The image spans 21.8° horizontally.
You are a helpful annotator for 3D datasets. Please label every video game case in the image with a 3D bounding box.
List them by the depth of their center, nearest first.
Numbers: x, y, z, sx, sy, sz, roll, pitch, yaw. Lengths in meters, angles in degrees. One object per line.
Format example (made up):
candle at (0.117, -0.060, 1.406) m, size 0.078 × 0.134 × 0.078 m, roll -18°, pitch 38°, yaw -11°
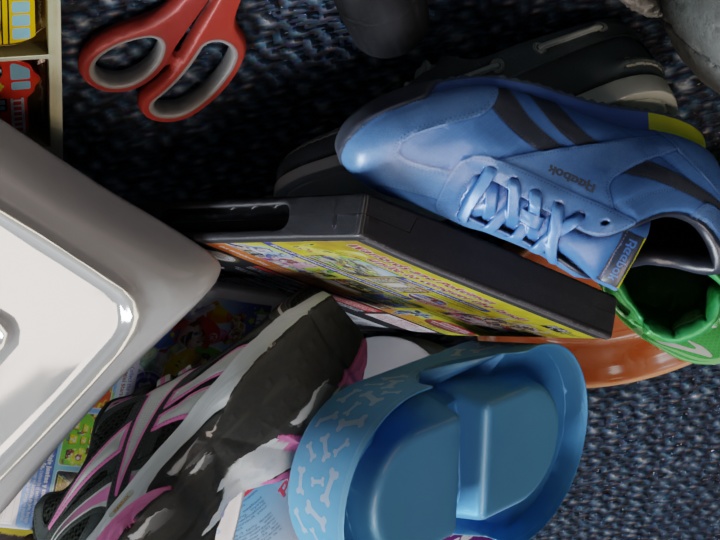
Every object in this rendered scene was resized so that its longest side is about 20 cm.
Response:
video game case at (-0.147, 0.065, 0.944) m, size 0.200 × 0.018 × 0.143 m, roll 8°, pitch 106°, yaw -20°
video game case at (0.000, 0.000, 0.946) m, size 0.181 × 0.026 × 0.200 m, roll 0°, pitch 165°, yaw 42°

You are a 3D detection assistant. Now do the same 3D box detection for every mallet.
mallet at (0.076, -0.160, 0.824) m, size 0.200 × 0.041 × 0.066 m, roll -26°, pitch 148°, yaw 9°

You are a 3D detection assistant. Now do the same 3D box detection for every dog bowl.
dog bowl at (0.041, 0.096, 0.962) m, size 0.200 × 0.050 × 0.112 m, roll -17°, pitch 114°, yaw -46°

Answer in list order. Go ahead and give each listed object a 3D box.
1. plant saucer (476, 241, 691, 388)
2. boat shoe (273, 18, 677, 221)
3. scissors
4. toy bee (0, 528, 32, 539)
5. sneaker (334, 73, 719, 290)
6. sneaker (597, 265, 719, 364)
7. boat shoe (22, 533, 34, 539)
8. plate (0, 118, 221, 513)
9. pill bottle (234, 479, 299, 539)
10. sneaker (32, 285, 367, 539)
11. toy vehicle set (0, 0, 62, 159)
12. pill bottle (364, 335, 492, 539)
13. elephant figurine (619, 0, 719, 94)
plant saucer at (0.161, 0.002, 1.092) m, size 0.200 × 0.032 × 0.200 m, roll -10°, pitch 145°, yaw -7°
boat shoe at (0.051, -0.073, 0.915) m, size 0.200 × 0.062 × 0.073 m, roll -16°, pitch 150°, yaw 1°
scissors at (-0.054, -0.134, 0.832) m, size 0.073 × 0.014 × 0.200 m, roll 18°, pitch 134°, yaw -35°
toy bee at (-0.199, 0.085, 1.012) m, size 0.109 × 0.131 × 0.200 m, roll -30°, pitch 140°, yaw -20°
sneaker at (0.086, -0.036, 0.856) m, size 0.200 × 0.078 × 0.066 m, roll 7°, pitch 142°, yaw -25°
sneaker at (0.163, 0.012, 1.004) m, size 0.074 × 0.084 × 0.200 m, roll -26°, pitch 145°, yaw 16°
boat shoe at (-0.136, 0.188, 1.014) m, size 0.075 × 0.075 × 0.202 m, roll 4°, pitch 167°, yaw 11°
plate at (-0.195, 0.026, 0.858) m, size 0.200 × 0.032 × 0.200 m, roll 34°, pitch 107°, yaw -33°
pill bottle at (-0.088, 0.108, 1.083) m, size 0.109 × 0.109 × 0.200 m, roll -17°, pitch 147°, yaw 4°
sneaker at (-0.086, 0.076, 0.916) m, size 0.200 × 0.086 × 0.080 m, roll -44°, pitch 136°, yaw -23°
toy vehicle set at (-0.198, -0.081, 0.841) m, size 0.124 × 0.027 × 0.200 m, roll -6°, pitch 145°, yaw -12°
pill bottle at (0.030, 0.109, 1.104) m, size 0.112 × 0.113 × 0.200 m, roll -18°, pitch 155°, yaw 5°
elephant figurine at (0.227, -0.080, 0.844) m, size 0.155 × 0.200 × 0.141 m, roll -34°, pitch 142°, yaw 27°
